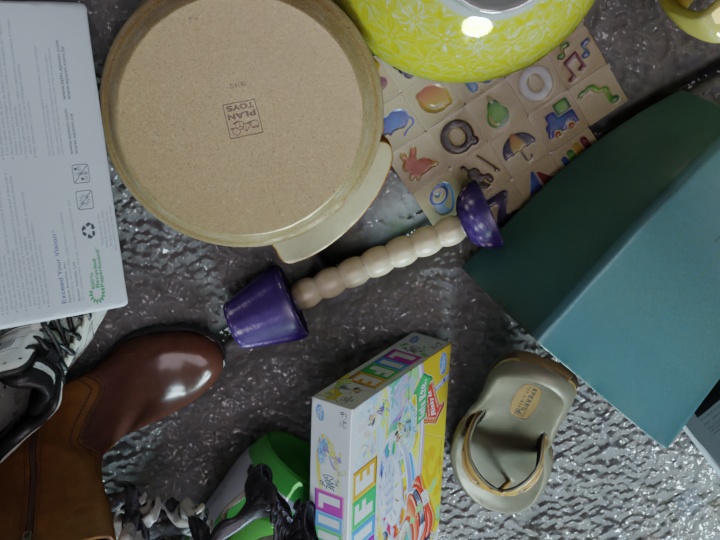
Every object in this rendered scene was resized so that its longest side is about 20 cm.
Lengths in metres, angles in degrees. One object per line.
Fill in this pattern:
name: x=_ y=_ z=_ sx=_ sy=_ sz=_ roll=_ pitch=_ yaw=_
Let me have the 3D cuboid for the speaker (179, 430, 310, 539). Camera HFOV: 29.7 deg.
speaker: x=-0.096 y=0.219 z=1.012 sx=0.088 sy=0.088 sz=0.200 roll=31 pitch=103 yaw=-20

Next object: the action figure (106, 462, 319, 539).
action figure: x=-0.133 y=0.195 z=0.921 sx=0.199 sy=0.102 sz=0.119 roll=-13 pitch=133 yaw=18

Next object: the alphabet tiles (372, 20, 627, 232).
alphabet tiles: x=0.086 y=-0.126 z=0.950 sx=0.166 sy=0.006 sz=0.200 roll=-34 pitch=113 yaw=4

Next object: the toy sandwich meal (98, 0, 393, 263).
toy sandwich meal: x=-0.071 y=-0.106 z=0.900 sx=0.204 sy=0.070 sz=0.206 roll=-1 pitch=111 yaw=-2

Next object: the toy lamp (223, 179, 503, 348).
toy lamp: x=0.000 y=0.000 z=0.954 sx=0.199 sy=0.058 sz=0.058 roll=-24 pitch=114 yaw=4

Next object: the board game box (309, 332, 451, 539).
board game box: x=0.013 y=0.161 z=0.989 sx=0.034 sy=0.134 sz=0.201 roll=15 pitch=115 yaw=30

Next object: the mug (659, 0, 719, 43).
mug: x=0.276 y=-0.243 z=0.858 sx=0.186 sy=0.153 sz=0.150 roll=-15 pitch=114 yaw=-4

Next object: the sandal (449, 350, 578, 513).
sandal: x=0.108 y=0.130 z=0.990 sx=0.080 sy=0.054 sz=0.200 roll=16 pitch=144 yaw=3

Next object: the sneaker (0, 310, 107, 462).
sneaker: x=-0.211 y=0.060 z=0.889 sx=0.076 sy=0.088 sz=0.200 roll=48 pitch=64 yaw=-33

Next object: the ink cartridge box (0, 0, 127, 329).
ink cartridge box: x=-0.240 y=-0.061 z=0.808 sx=0.200 sy=0.041 sz=0.200 roll=-10 pitch=93 yaw=-47

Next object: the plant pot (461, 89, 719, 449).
plant pot: x=0.204 y=-0.015 z=0.946 sx=0.141 sy=0.141 sz=0.200 roll=39 pitch=94 yaw=-25

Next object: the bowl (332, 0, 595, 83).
bowl: x=0.075 y=-0.209 z=0.854 sx=0.199 sy=0.108 sz=0.201 roll=-2 pitch=108 yaw=-7

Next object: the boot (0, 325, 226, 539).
boot: x=-0.173 y=0.117 z=0.893 sx=0.188 sy=0.200 sz=0.069 roll=-13 pitch=113 yaw=-5

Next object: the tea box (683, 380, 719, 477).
tea box: x=0.379 y=0.129 z=1.035 sx=0.200 sy=0.134 sz=0.197 roll=-40 pitch=113 yaw=6
